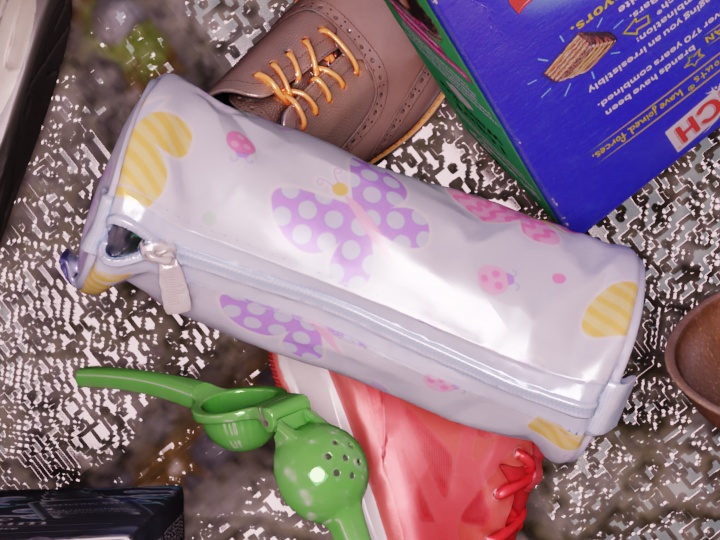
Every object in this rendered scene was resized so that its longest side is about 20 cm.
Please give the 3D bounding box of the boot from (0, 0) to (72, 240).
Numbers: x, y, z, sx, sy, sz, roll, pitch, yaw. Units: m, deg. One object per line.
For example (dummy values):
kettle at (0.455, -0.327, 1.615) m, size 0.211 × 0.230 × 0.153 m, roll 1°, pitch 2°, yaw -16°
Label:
boot at (-0.213, -0.043, 0.840) m, size 0.154 × 0.073 × 0.204 m, roll 20°, pitch 83°, yaw 3°

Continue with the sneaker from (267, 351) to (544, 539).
sneaker at (0.053, 0.092, 0.834) m, size 0.115 × 0.078 × 0.200 m, roll -26°, pitch 91°, yaw 2°

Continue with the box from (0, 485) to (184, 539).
box at (-0.141, 0.138, 0.773) m, size 0.148 × 0.200 × 0.107 m, roll -2°, pitch 89°, yaw 0°

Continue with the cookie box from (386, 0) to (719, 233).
cookie box at (0.093, -0.125, 0.764) m, size 0.171 × 0.200 × 0.075 m, roll -38°, pitch 57°, yaw 0°

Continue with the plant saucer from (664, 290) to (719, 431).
plant saucer at (0.210, 0.037, 0.781) m, size 0.200 × 0.200 × 0.037 m, roll -8°, pitch 109°, yaw 0°

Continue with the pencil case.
pencil case at (0.000, 0.000, 0.767) m, size 0.200 × 0.091 × 0.083 m, roll 20°, pitch 99°, yaw -9°

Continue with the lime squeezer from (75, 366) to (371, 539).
lime squeezer at (-0.033, 0.071, 0.808) m, size 0.038 × 0.071 × 0.200 m, roll -34°, pitch 59°, yaw -29°

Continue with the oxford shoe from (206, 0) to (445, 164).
oxford shoe at (-0.017, -0.065, 0.836) m, size 0.071 × 0.073 × 0.200 m, roll 42°, pitch 90°, yaw 1°
